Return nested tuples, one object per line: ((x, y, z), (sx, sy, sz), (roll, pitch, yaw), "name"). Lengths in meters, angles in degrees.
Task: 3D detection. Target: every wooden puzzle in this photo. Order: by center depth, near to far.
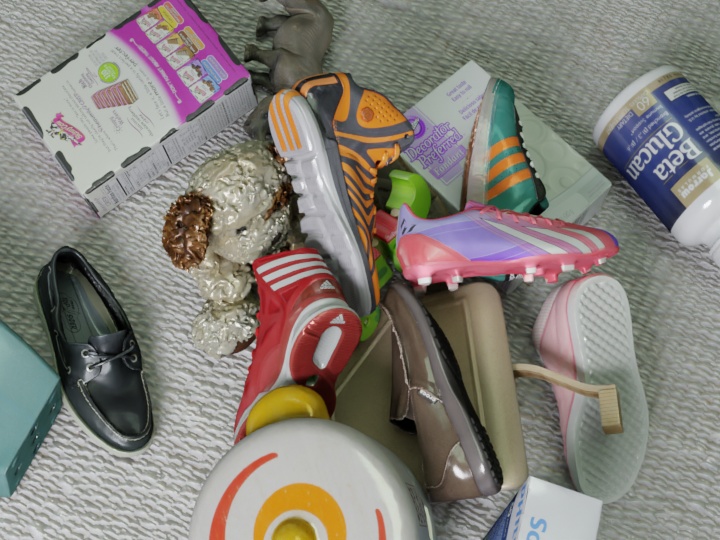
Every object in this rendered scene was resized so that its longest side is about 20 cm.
((0.040, 0.118, 0.932), (0.196, 0.037, 0.188), (-13, 62, 14), "wooden puzzle")

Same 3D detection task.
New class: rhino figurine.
((-0.078, -0.208, 1.104), (0.086, 0.060, 0.203), (8, 63, 1), "rhino figurine")

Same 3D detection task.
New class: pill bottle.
((0.334, -0.097, 1.063), (0.110, 0.112, 0.201), (-29, 68, -20), "pill bottle")

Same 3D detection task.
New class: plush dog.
((-0.105, -0.049, 0.951), (0.199, 0.173, 0.160), (-39, 72, -22), "plush dog")

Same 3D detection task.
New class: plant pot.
((-0.354, 0.093, 0.872), (0.197, 0.142, 0.143), (26, 62, -3), "plant pot")

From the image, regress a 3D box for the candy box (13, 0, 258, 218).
((-0.218, -0.167, 1.045), (0.199, 0.061, 0.137), (-36, 71, -10), "candy box")

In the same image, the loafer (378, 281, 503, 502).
((0.049, 0.099, 0.872), (0.070, 0.073, 0.202), (-27, 57, 9), "loafer")

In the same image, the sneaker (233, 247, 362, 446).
((-0.064, 0.064, 0.903), (0.077, 0.201, 0.117), (9, 42, -31), "sneaker")

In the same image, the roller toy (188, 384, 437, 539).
((-0.034, 0.209, 0.815), (0.180, 0.140, 0.202), (24, 81, 18), "roller toy")

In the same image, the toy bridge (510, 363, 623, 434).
((0.126, 0.118, 0.923), (0.197, 0.027, 0.068), (-10, 63, 21), "toy bridge")

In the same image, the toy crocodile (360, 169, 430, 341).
((0.000, 0.000, 0.950), (0.067, 0.062, 0.201), (29, 76, 36), "toy crocodile")

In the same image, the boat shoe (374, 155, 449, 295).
((0.033, -0.065, 1.034), (0.072, 0.065, 0.202), (-34, 90, -2), "boat shoe")

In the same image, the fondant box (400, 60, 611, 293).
((0.130, -0.097, 1.071), (0.144, 0.059, 0.200), (-39, 72, -22), "fondant box")

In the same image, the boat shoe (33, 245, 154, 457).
((-0.230, 0.064, 0.931), (0.073, 0.066, 0.201), (-8, 59, -34), "boat shoe")

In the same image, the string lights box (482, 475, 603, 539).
((0.120, 0.242, 0.809), (0.058, 0.201, 0.104), (18, 62, 4), "string lights box")

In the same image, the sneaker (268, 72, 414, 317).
((0.004, -0.069, 0.891), (0.111, 0.077, 0.203), (-25, 109, -31), "sneaker")

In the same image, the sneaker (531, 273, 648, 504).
((0.207, 0.103, 0.974), (0.074, 0.105, 0.204), (-4, 92, -12), "sneaker")

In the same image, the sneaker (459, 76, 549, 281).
((0.137, -0.084, 0.996), (0.078, 0.072, 0.204), (9, 71, -1), "sneaker")

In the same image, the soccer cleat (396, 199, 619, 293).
((0.127, -0.028, 0.913), (0.196, 0.067, 0.078), (-6, 79, -8), "soccer cleat")
